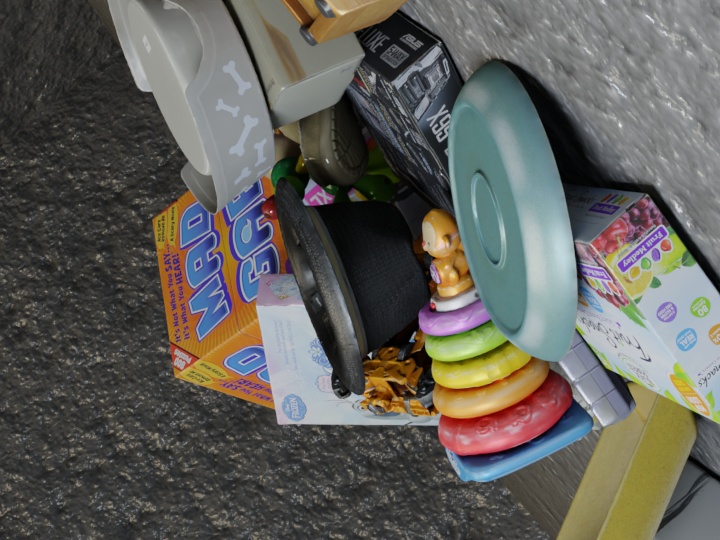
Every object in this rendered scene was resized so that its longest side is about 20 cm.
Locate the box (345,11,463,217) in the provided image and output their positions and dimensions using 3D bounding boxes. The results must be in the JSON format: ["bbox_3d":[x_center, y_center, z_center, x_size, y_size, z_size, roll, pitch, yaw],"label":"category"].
[{"bbox_3d":[0.042,-0.122,1.086,0.158,0.050,0.201,45,172,48],"label":"box"}]

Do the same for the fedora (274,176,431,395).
[{"bbox_3d":[0.000,0.000,1.091,0.201,0.091,0.202,159,90,-82],"label":"fedora"}]

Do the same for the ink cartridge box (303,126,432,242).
[{"bbox_3d":[0.036,-0.035,1.347,0.200,0.119,0.042,51,172,-12],"label":"ink cartridge box"}]

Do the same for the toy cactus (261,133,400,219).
[{"bbox_3d":[-0.037,-0.083,1.251,0.164,0.199,0.103,20,121,29],"label":"toy cactus"}]

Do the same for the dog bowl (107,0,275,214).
[{"bbox_3d":[-0.127,-0.146,1.039,0.201,0.058,0.201,58,164,26],"label":"dog bowl"}]

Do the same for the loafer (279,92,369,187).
[{"bbox_3d":[-0.040,-0.130,1.155,0.076,0.067,0.201,58,-165,-34],"label":"loafer"}]

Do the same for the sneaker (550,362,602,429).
[{"bbox_3d":[0.180,0.107,1.241,0.081,0.077,0.199,45,-163,21],"label":"sneaker"}]

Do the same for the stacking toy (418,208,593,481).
[{"bbox_3d":[0.086,0.047,1.035,0.116,0.109,0.202,-124,12,-73],"label":"stacking toy"}]

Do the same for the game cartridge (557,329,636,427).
[{"bbox_3d":[0.171,0.058,1.107,0.130,0.038,0.200,52,-173,4],"label":"game cartridge"}]

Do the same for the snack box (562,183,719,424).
[{"bbox_3d":[0.173,0.014,0.905,0.143,0.053,0.200,50,176,-11],"label":"snack box"}]

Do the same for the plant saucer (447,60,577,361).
[{"bbox_3d":[0.094,-0.036,0.910,0.200,0.027,0.202,168,90,-81],"label":"plant saucer"}]

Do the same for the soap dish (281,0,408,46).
[{"bbox_3d":[-0.046,-0.237,0.870,0.200,0.081,0.157,50,175,-7],"label":"soap dish"}]

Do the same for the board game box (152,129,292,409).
[{"bbox_3d":[-0.072,0.006,1.463,0.199,0.199,0.201,23,-137,-44],"label":"board game box"}]

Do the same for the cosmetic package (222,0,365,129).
[{"bbox_3d":[-0.079,-0.215,1.018,0.201,0.071,0.105,63,163,8],"label":"cosmetic package"}]

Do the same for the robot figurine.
[{"bbox_3d":[0.060,0.046,1.177,0.144,0.201,0.058,1,139,42],"label":"robot figurine"}]

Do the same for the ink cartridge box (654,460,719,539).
[{"bbox_3d":[0.316,0.256,1.199,0.146,0.084,0.200,53,174,-24],"label":"ink cartridge box"}]

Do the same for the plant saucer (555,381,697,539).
[{"bbox_3d":[0.216,0.188,1.142,0.048,0.202,0.200,24,172,4],"label":"plant saucer"}]

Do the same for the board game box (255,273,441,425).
[{"bbox_3d":[0.008,0.080,1.334,0.201,0.197,0.044,85,-175,-51],"label":"board game box"}]
